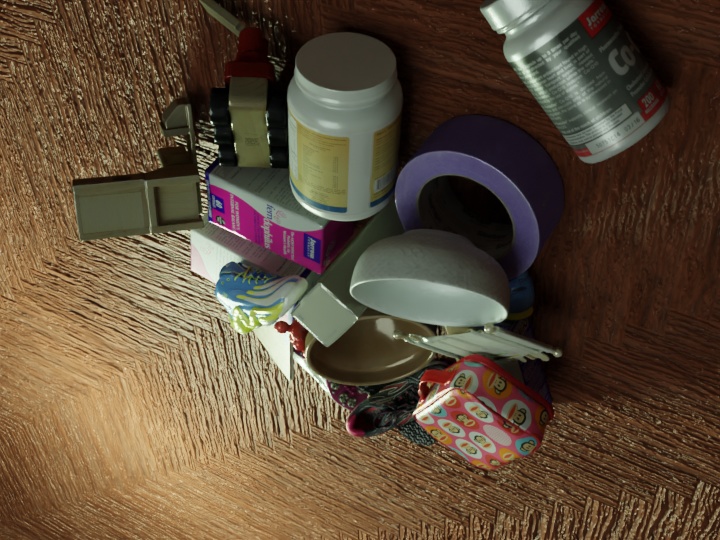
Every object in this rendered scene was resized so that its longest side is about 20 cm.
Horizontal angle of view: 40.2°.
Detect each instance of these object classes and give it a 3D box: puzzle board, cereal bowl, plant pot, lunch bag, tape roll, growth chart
[{"bbox_3d":[-0.164,0.070,1.639,0.200,0.017,0.151,50,154,29],"label":"puzzle board"},{"bbox_3d":[0.088,0.004,1.210,0.198,0.084,0.200,9,164,2],"label":"cereal bowl"},{"bbox_3d":[0.013,0.085,1.481,0.199,0.093,0.202,-5,146,-3],"label":"plant pot"},{"bbox_3d":[0.158,0.197,1.388,0.175,0.082,0.200,34,152,-6],"label":"lunch bag"},{"bbox_3d":[0.149,-0.088,1.237,0.199,0.085,0.201,23,140,21],"label":"tape roll"},{"bbox_3d":[0.158,0.100,1.314,0.144,0.018,0.199,22,160,-34],"label":"growth chart"}]

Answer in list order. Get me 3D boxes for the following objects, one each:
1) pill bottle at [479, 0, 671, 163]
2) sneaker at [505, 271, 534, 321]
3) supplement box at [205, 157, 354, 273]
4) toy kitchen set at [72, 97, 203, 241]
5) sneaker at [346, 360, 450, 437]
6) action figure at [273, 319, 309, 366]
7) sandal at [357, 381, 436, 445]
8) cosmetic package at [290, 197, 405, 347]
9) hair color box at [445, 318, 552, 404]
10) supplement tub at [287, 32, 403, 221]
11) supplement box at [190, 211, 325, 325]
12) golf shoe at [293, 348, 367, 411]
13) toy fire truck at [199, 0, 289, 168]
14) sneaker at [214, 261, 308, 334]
[{"bbox_3d":[0.221,-0.222,1.019,0.200,0.114,0.114,50,141,-14],"label":"pill bottle"},{"bbox_3d":[0.148,0.014,1.361,0.199,0.066,0.079,8,121,33],"label":"sneaker"},{"bbox_3d":[-0.114,-0.097,1.418,0.199,0.104,0.102,24,141,17],"label":"supplement box"},{"bbox_3d":[-0.330,-0.158,1.437,0.200,0.179,0.165,-131,37,-66],"label":"toy kitchen set"},{"bbox_3d":[0.068,0.213,1.554,0.199,0.075,0.081,-34,81,18],"label":"sneaker"},{"bbox_3d":[-0.066,0.113,1.543,0.051,0.066,0.200,-8,156,33],"label":"action figure"},{"bbox_3d":[0.060,0.205,1.626,0.200,0.075,0.048,43,-172,13],"label":"sandal"},{"bbox_3d":[0.000,0.000,1.351,0.073,0.200,0.104,41,143,-4],"label":"cosmetic package"},{"bbox_3d":[0.203,0.139,1.435,0.109,0.065,0.201,6,130,36],"label":"hair color box"},{"bbox_3d":[-0.020,-0.179,1.235,0.144,0.145,0.201,24,139,19],"label":"supplement tub"},{"bbox_3d":[-0.161,-0.018,1.546,0.199,0.104,0.102,27,141,12],"label":"supplement box"},{"bbox_3d":[-0.061,0.156,1.677,0.201,0.075,0.091,54,161,-20],"label":"golf shoe"},{"bbox_3d":[-0.156,-0.256,1.304,0.127,0.202,0.176,2,159,-1],"label":"toy fire truck"},{"bbox_3d":[-0.160,0.030,1.452,0.105,0.076,0.200,48,141,-9],"label":"sneaker"}]
